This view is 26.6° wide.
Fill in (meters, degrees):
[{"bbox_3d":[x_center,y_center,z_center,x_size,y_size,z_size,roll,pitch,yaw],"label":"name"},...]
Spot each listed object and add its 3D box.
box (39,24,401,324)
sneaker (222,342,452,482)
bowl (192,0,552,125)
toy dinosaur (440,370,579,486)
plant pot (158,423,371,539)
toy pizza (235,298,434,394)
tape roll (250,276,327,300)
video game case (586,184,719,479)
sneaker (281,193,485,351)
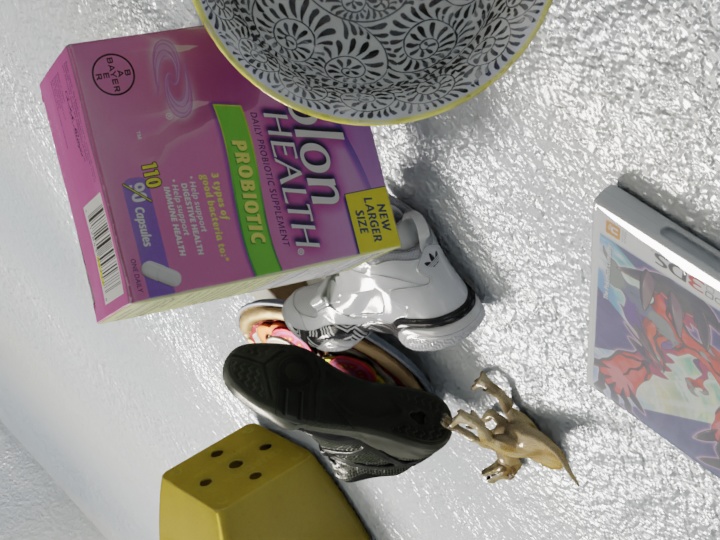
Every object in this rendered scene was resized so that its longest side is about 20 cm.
[{"bbox_3d":[-0.097,-0.073,1.050,0.097,0.200,0.176,-24,79,65],"label":"box"},{"bbox_3d":[-0.032,0.129,1.310,0.199,0.076,0.114,17,145,-13],"label":"sneaker"},{"bbox_3d":[0.004,-0.175,0.829,0.201,0.201,0.094,52,177,-3],"label":"bowl"},{"bbox_3d":[0.125,0.132,1.233,0.101,0.058,0.200,36,165,-3],"label":"toy dinosaur"},{"bbox_3d":[-0.121,0.295,1.761,0.200,0.200,0.176,18,130,52],"label":"plant pot"},{"bbox_3d":[-0.026,0.091,1.371,0.200,0.032,0.200,23,157,10],"label":"toy pizza"},{"bbox_3d":[-0.068,-0.016,1.365,0.203,0.037,0.203,40,154,24],"label":"tape roll"},{"bbox_3d":[0.219,0.059,0.964,0.182,0.023,0.200,37,154,30],"label":"video game case"},{"bbox_3d":[0.000,0.000,1.199,0.200,0.075,0.115,0,125,45],"label":"sneaker"}]
